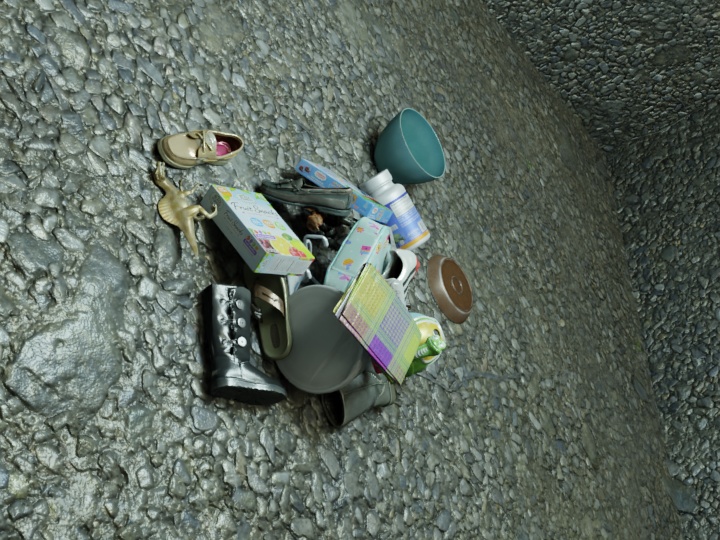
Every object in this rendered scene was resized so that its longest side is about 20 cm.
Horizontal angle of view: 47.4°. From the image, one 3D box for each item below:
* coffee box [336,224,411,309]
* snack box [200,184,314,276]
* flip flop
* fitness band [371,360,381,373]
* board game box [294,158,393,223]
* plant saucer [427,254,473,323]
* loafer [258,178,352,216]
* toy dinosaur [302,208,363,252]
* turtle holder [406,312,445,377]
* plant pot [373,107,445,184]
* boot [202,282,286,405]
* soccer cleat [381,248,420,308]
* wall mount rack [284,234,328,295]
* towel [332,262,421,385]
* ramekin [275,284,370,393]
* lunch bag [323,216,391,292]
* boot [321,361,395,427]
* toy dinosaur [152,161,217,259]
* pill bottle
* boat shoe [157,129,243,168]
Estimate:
[{"bbox_3d":[0.029,0.009,1.852,0.080,0.112,0.202,11,60,-53],"label":"coffee box"},{"bbox_3d":[-0.196,-0.076,1.563,0.200,0.053,0.142,49,22,28],"label":"snack box"},{"bbox_3d":[-0.178,0.070,1.539,0.057,0.080,0.202,14,62,-65],"label":"flip flop"},{"bbox_3d":[0.037,0.117,1.634,0.201,0.037,0.144,90,-12,-50],"label":"fitness band"},{"bbox_3d":[-0.034,-0.176,1.828,0.199,0.037,0.151,34,9,16],"label":"board game box"},{"bbox_3d":[0.251,0.044,2.229,0.200,0.034,0.202,35,42,-38],"label":"plant saucer"},{"bbox_3d":[-0.112,-0.168,1.719,0.198,0.063,0.072,13,23,-4],"label":"loafer"},{"bbox_3d":[-0.073,-0.093,1.765,0.135,0.103,0.200,31,29,5],"label":"toy dinosaur"},{"bbox_3d":[0.115,0.151,1.797,0.186,0.131,0.142,100,-32,-66],"label":"turtle holder"},{"bbox_3d":[0.115,-0.308,2.174,0.200,0.134,0.201,35,42,-38],"label":"plant pot"},{"bbox_3d":[-0.208,0.131,1.475,0.164,0.065,0.201,25,44,-48],"label":"boot"},{"bbox_3d":[0.067,0.051,1.717,0.085,0.068,0.202,22,83,-45],"label":"soccer cleat"},{"bbox_3d":[-0.103,0.032,1.688,0.201,0.074,0.175,-65,155,-50],"label":"wall mount rack"},{"bbox_3d":[0.036,0.097,1.505,0.200,0.023,0.144,50,48,-25],"label":"towel"},{"bbox_3d":[-0.063,0.131,1.565,0.094,0.201,0.204,12,58,-65],"label":"ramekin"},{"bbox_3d":[0.000,0.000,1.706,0.201,0.077,0.161,-59,159,-26],"label":"lunch bag"},{"bbox_3d":[-0.014,0.221,1.699,0.199,0.072,0.183,-3,69,-49],"label":"boot"},{"bbox_3d":[-0.318,-0.103,1.494,0.101,0.058,0.201,-16,74,-43],"label":"toy dinosaur"},{"bbox_3d":[0.079,-0.144,2.032,0.201,0.112,0.112,59,32,-8],"label":"pill bottle"},{"bbox_3d":[-0.303,-0.242,1.578,0.200,0.069,0.074,-18,83,-58],"label":"boat shoe"}]
